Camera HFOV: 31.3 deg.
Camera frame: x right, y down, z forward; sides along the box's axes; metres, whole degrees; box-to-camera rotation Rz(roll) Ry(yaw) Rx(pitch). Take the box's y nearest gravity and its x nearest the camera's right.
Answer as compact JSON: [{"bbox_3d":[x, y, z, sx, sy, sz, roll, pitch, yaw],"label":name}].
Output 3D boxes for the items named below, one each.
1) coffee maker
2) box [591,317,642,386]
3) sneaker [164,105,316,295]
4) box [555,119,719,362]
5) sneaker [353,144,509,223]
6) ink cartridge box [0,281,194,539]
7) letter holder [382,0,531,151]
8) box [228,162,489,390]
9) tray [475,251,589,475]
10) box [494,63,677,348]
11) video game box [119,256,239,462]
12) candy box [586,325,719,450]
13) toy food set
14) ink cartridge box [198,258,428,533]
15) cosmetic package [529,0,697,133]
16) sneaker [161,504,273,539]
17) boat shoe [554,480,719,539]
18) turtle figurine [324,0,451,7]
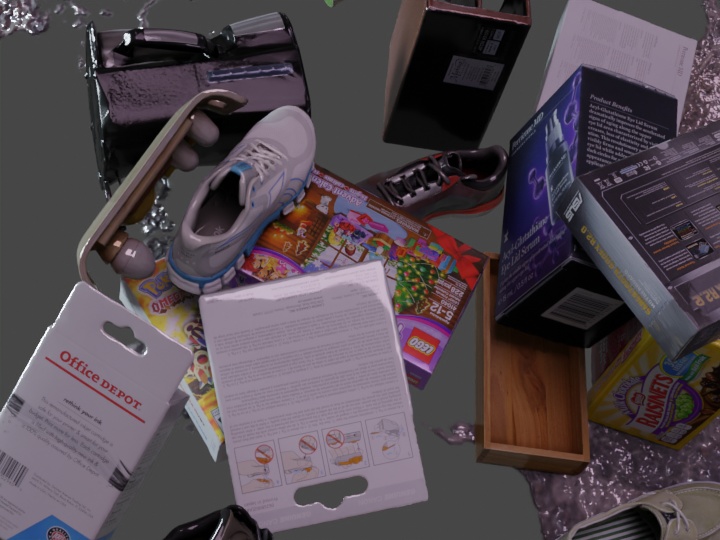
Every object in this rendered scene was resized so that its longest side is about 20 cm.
[{"bbox_3d":[-0.152,-0.141,1.211,0.197,0.135,0.195,-6,96,-15],"label":"coffee maker"},{"bbox_3d":[0.280,0.011,1.219,0.098,0.096,0.202,11,58,-7],"label":"box"},{"bbox_3d":[-0.094,-0.074,1.092,0.074,0.087,0.201,27,61,6],"label":"sneaker"},{"bbox_3d":[0.282,-0.033,1.044,0.198,0.049,0.159,-22,65,-29],"label":"box"},{"bbox_3d":[0.056,-0.084,1.234,0.198,0.082,0.078,-20,65,-23],"label":"sneaker"},{"bbox_3d":[-0.214,0.122,1.003,0.115,0.068,0.202,31,93,6],"label":"ink cartridge box"},{"bbox_3d":[0.091,-0.234,1.261,0.099,0.201,0.144,8,58,-8],"label":"letter holder"},{"bbox_3d":[0.000,0.000,1.145,0.198,0.039,0.138,28,59,4],"label":"box"},{"bbox_3d":[0.156,0.084,1.185,0.097,0.037,0.202,8,59,-8],"label":"tray"},{"bbox_3d":[0.203,-0.055,1.155,0.103,0.148,0.202,16,61,-15],"label":"box"},{"bbox_3d":[-0.086,0.046,1.148,0.198,0.047,0.183,-26,66,-25],"label":"video game box"},{"bbox_3d":[0.268,0.096,1.105,0.101,0.201,0.027,20,60,1],"label":"candy box"},{"bbox_3d":[-0.166,-0.062,1.069,0.060,0.143,0.201,37,85,-12],"label":"toy food set"},{"bbox_3d":[-0.038,0.104,1.065,0.160,0.050,0.203,-11,86,-4],"label":"ink cartridge box"},{"bbox_3d":[0.266,-0.186,1.360,0.149,0.052,0.202,20,57,2],"label":"cosmetic package"},{"bbox_3d":[-0.070,0.241,0.997,0.197,0.115,0.077,14,59,-6],"label":"sneaker"},{"bbox_3d":[0.252,0.227,1.105,0.198,0.062,0.073,-16,64,-22],"label":"boat shoe"},{"bbox_3d":[0.041,-0.371,1.370,0.192,0.202,0.144,-23,32,-19],"label":"turtle figurine"}]
